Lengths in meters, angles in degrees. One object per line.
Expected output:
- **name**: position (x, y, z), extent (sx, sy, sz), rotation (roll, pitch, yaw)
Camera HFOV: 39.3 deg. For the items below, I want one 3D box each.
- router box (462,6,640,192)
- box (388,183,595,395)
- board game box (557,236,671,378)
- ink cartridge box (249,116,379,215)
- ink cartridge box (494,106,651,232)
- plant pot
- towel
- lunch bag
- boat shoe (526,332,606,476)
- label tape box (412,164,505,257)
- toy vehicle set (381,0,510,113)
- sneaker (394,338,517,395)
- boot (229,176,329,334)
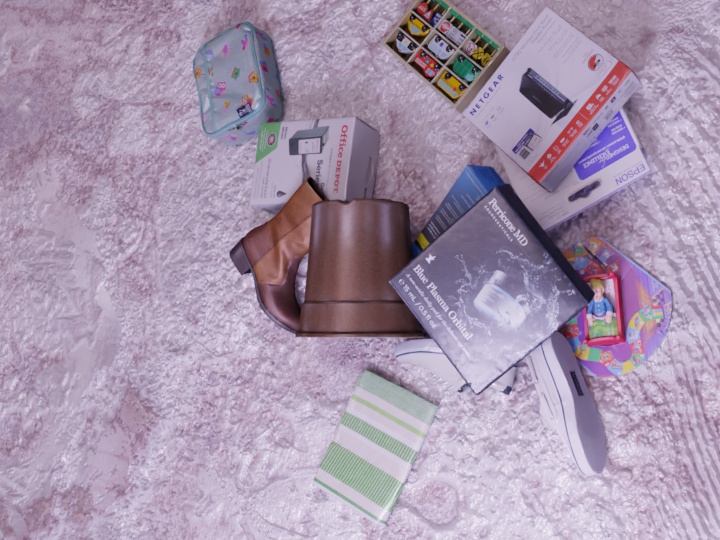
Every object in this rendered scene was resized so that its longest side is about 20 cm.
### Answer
- **router box**: position (0.273, -0.248, 1.460), extent (0.201, 0.049, 0.180), rotation (-52, 57, 12)
- **box**: position (0.179, 0.023, 1.364), extent (0.199, 0.117, 0.198), rotation (-41, 83, 17)
- **board game box**: position (0.329, 0.048, 1.406), extent (0.200, 0.039, 0.159), rotation (43, 101, 33)
- **ink cartridge box**: position (-0.077, -0.173, 1.690), extent (0.197, 0.084, 0.149), rotation (0, 78, 31)
- **ink cartridge box**: position (0.305, -0.173, 1.477), extent (0.196, 0.043, 0.203), rotation (-29, 63, 23)
- **plant pot**: position (0.000, 0.000, 1.508), extent (0.197, 0.199, 0.203), rotation (-1, 87, 31)
- **towel**: position (0.021, 0.271, 1.552), extent (0.151, 0.023, 0.203), rotation (24, 90, 33)
- **lunch bag**: position (-0.227, -0.334, 1.828), extent (0.158, 0.077, 0.204), rotation (-20, 68, 26)
- **boat shoe**: position (0.281, 0.189, 1.391), extent (0.065, 0.073, 0.204), rotation (-32, 58, 37)
- **label tape box**: position (0.163, -0.034, 1.508), extent (0.145, 0.063, 0.201), rotation (56, 129, 29)
- **toy vehicle set**: position (0.136, -0.362, 1.640), extent (0.125, 0.026, 0.200), rotation (-50, 58, 11)
- **sneaker**: position (0.134, 0.144, 1.483), extent (0.197, 0.073, 0.072), rotation (3, 75, 32)
- **boot**: position (-0.092, -0.020, 1.640), extent (0.199, 0.068, 0.190), rotation (-37, 80, 21)
